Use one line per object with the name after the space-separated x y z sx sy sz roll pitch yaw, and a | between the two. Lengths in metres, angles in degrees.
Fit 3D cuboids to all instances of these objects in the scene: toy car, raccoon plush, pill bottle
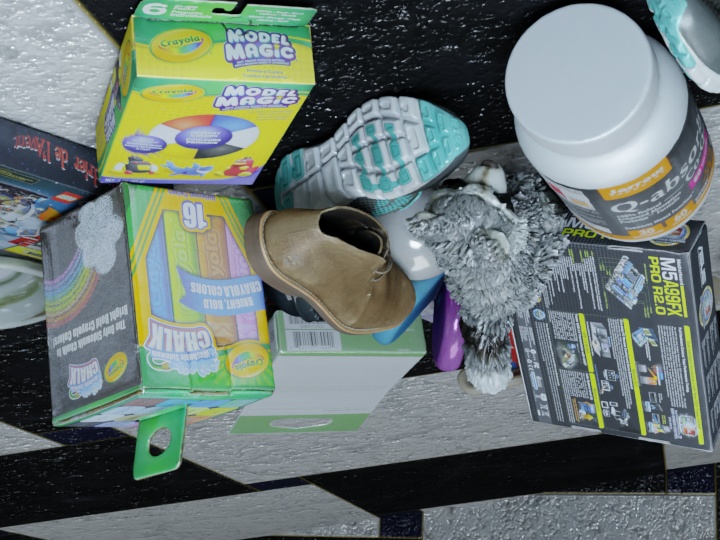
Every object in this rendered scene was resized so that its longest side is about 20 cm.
0.087 0.013 1.211 0.200 0.150 0.175 -4 163 -7 | toy car
0.091 0.016 0.983 0.097 0.200 0.134 -3 -162 23 | raccoon plush
0.171 -0.098 0.948 0.116 0.117 0.200 -12 162 19 | pill bottle

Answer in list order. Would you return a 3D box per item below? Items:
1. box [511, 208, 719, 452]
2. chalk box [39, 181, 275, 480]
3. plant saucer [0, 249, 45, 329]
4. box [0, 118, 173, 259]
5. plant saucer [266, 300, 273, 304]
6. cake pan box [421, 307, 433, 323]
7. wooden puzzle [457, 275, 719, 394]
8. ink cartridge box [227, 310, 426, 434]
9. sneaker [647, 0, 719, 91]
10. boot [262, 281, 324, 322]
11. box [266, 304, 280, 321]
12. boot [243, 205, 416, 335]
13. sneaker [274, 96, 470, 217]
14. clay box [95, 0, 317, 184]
0.200 0.046 1.104 0.160 0.044 0.200 6 130 30 | box
-0.150 0.052 1.034 0.124 0.200 0.124 5 162 -43 | chalk box
-0.349 0.005 1.202 0.200 0.050 0.200 -5 162 -2 | plant saucer
-0.258 -0.058 1.053 0.136 0.038 0.200 -18 159 32 | box
-0.076 0.030 1.400 0.199 0.037 0.200 -3 162 -8 | plant saucer
0.157 0.017 1.416 0.200 0.052 0.184 -16 158 27 | cake pan box
0.207 0.048 1.274 0.200 0.046 0.185 -13 -169 43 | wooden puzzle
-0.039 0.101 1.338 0.145 0.048 0.200 1 154 -21 | ink cartridge box
0.256 -0.157 0.871 0.200 0.078 0.091 7 142 -47 | sneaker
-0.106 0.004 1.164 0.168 0.077 0.200 -2 -177 6 | boot
-0.145 0.084 1.406 0.158 0.048 0.200 1 161 -24 | box
0.000 0.000 1.052 0.075 0.074 0.200 -15 157 28 | boot
0.022 -0.080 1.045 0.091 0.078 0.200 -2 172 -39 | sneaker
-0.104 -0.113 0.917 0.115 0.048 0.200 0 163 -18 | clay box
